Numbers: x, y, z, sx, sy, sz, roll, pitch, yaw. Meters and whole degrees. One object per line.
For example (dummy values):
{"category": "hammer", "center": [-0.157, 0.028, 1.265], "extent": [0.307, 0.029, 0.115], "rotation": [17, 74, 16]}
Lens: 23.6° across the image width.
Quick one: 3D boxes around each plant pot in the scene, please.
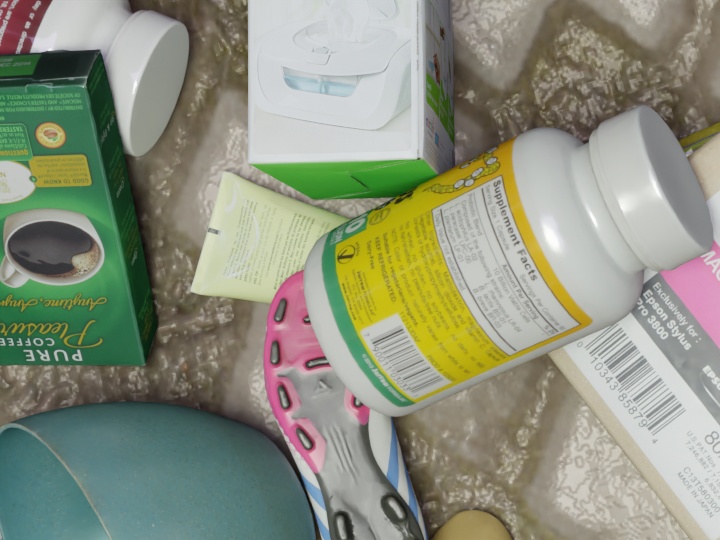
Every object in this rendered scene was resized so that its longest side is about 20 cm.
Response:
{"category": "plant pot", "center": [-0.105, 0.157, 0.984], "extent": [0.135, 0.200, 0.200], "rotation": [-21, 83, -29]}

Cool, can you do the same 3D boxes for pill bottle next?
{"category": "pill bottle", "center": [-0.211, -0.140, 1.037], "extent": [0.200, 0.113, 0.113], "rotation": [20, 90, 9]}
{"category": "pill bottle", "center": [0.079, -0.008, 0.919], "extent": [0.200, 0.113, 0.113], "rotation": [-26, 83, 24]}

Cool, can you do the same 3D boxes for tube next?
{"category": "tube", "center": [0.000, 0.000, 1.036], "extent": [0.200, 0.052, 0.058], "rotation": [14, 48, 12]}

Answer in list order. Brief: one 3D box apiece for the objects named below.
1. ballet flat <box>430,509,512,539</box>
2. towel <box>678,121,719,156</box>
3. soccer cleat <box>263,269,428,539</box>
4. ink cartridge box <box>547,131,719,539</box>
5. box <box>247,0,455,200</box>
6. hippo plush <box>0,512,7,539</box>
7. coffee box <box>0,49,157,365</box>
{"category": "ballet flat", "center": [0.042, 0.238, 1.006], "extent": [0.069, 0.063, 0.200], "rotation": [18, 89, 10]}
{"category": "towel", "center": [0.276, -0.038, 0.988], "extent": [0.200, 0.023, 0.144], "rotation": [-24, 83, 20]}
{"category": "soccer cleat", "center": [-0.012, 0.100, 1.011], "extent": [0.070, 0.086, 0.200], "rotation": [-15, 80, -4]}
{"category": "ink cartridge box", "center": [0.211, 0.045, 0.964], "extent": [0.165, 0.075, 0.200], "rotation": [-42, 77, 19]}
{"category": "box", "center": [0.002, -0.136, 0.964], "extent": [0.097, 0.200, 0.177], "rotation": [-2, 88, 8]}
{"category": "hippo plush", "center": [-0.314, 0.145, 1.011], "extent": [0.159, 0.161, 0.200], "rotation": [45, 93, 8]}
{"category": "coffee box", "center": [-0.194, -0.031, 1.008], "extent": [0.123, 0.044, 0.200], "rotation": [-2, 126, 8]}
